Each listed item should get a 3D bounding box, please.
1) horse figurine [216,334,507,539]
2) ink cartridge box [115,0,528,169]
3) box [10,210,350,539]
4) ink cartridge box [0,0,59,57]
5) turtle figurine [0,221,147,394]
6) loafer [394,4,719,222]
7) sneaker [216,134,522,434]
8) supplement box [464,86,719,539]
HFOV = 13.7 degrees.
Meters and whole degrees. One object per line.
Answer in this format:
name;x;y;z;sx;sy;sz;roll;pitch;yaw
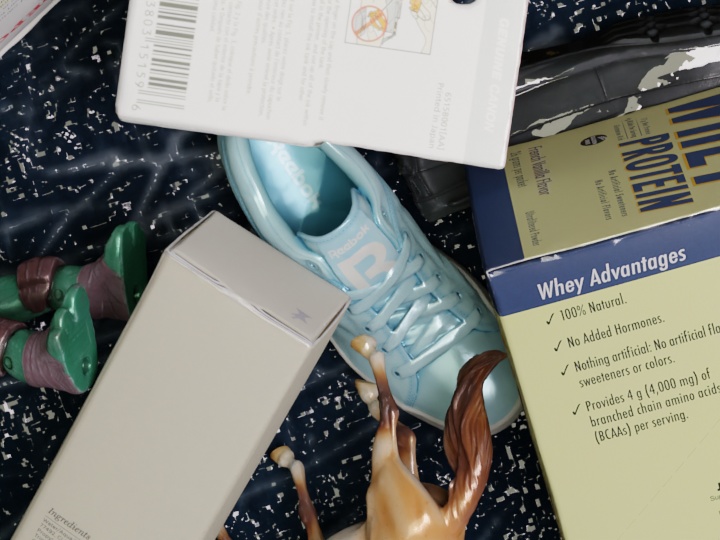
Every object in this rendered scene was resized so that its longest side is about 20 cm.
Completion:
horse figurine;0.000;0.118;1.356;0.200;0.050;0.133;-44;56;32
ink cartridge box;-0.008;-0.153;1.310;0.173;0.044;0.201;8;93;3
box;-0.088;0.080;1.356;0.082;0.068;0.200;33;114;5
ink cartridge box;-0.171;-0.160;1.313;0.145;0.200;0.083;-42;87;5
turtle figurine;-0.205;0.013;1.378;0.199;0.101;0.150;3;49;19
loafer;0.113;-0.073;1.369;0.199;0.068;0.071;-14;105;7
sneaker;0.000;0.000;1.369;0.074;0.082;0.200;-43;90;6
supplement box;0.168;0.037;1.306;0.199;0.134;0.201;-16;112;4
